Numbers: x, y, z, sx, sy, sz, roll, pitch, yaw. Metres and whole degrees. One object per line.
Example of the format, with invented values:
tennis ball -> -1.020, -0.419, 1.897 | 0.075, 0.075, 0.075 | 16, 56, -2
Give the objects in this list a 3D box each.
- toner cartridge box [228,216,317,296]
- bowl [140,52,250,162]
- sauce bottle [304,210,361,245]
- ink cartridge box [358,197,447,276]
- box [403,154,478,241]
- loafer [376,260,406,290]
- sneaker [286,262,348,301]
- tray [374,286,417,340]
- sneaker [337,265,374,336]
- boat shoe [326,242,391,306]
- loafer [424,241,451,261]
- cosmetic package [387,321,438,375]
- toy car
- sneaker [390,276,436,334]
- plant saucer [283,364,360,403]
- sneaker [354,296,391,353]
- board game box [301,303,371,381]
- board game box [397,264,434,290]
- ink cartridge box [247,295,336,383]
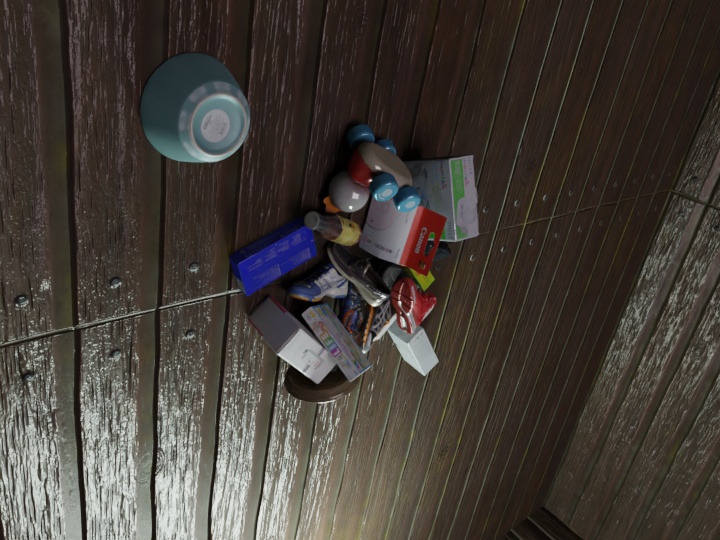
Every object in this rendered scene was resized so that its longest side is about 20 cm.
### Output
toner cartridge box -> -0.194, -0.034, 1.431 | 0.199, 0.043, 0.096 | -32, 136, -27
bowl -> -0.277, -0.276, 1.132 | 0.200, 0.105, 0.202 | -26, 132, -33
sauce bottle -> -0.063, -0.100, 1.471 | 0.066, 0.066, 0.200 | -61, 157, 7
ink cartridge box -> 0.099, -0.096, 1.566 | 0.057, 0.199, 0.164 | -6, 120, -49
box -> 0.198, -0.181, 1.583 | 0.096, 0.176, 0.202 | -15, 106, -38
loafer -> 0.069, 0.010, 1.673 | 0.073, 0.071, 0.200 | -49, 165, -1
sneaker -> -0.104, 0.023, 1.552 | 0.199, 0.075, 0.089 | -7, 114, -53
tray -> 0.085, 0.123, 1.785 | 0.022, 0.107, 0.200 | 44, 80, -15
sneaker -> -0.021, 0.069, 1.657 | 0.075, 0.078, 0.202 | 12, 104, -33
boat shoe -> 0.000, 0.000, 1.563 | 0.065, 0.200, 0.072 | -33, -168, 37
loafer -> 0.204, -0.060, 1.796 | 0.070, 0.068, 0.200 | -34, 166, 20
cosmetic package -> 0.161, 0.228, 1.934 | 0.074, 0.101, 0.201 | -43, 138, -14
toy car -> 0.003, -0.193, 1.466 | 0.200, 0.185, 0.176 | -37, 149, 25
sneaker -> 0.147, 0.069, 1.708 | 0.115, 0.078, 0.201 | -41, 148, -30
plant saucer -> -0.098, 0.262, 1.613 | 0.199, 0.199, 0.030 | -24, 124, -33
sneaker -> 0.043, 0.131, 1.700 | 0.077, 0.078, 0.201 | 26, 67, -17
board game box -> -0.056, 0.174, 1.565 | 0.034, 0.201, 0.134 | -38, 172, 10
board game box -> 0.121, -0.033, 1.711 | 0.048, 0.101, 0.200 | -47, 140, -8
ink cartridge box -> -0.160, 0.169, 1.523 | 0.083, 0.146, 0.200 | -46, 141, -5
